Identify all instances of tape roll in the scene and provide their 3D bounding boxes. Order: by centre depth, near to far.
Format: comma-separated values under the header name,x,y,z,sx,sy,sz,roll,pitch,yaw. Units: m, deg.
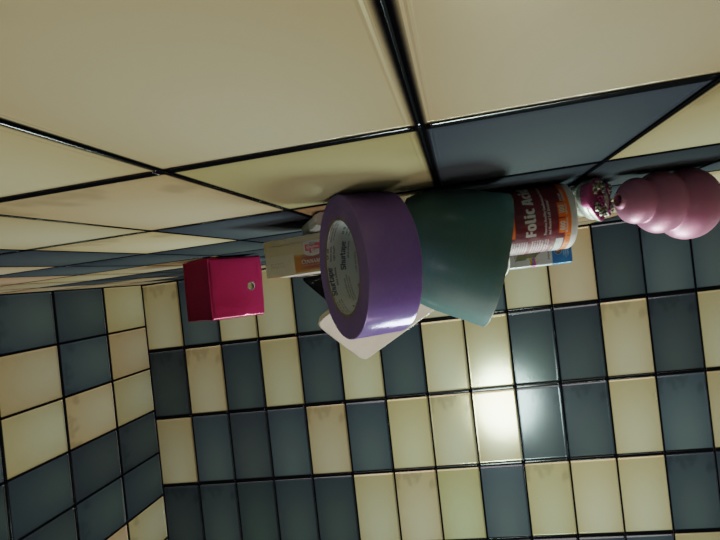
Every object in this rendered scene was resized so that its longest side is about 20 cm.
name,x,y,z,sx,sy,sz,roll,pitch,yaw
tape roll,0.009,-0.008,0.845,0.082,0.208,0.199,-6,179,-21

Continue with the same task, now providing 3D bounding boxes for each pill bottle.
name,x,y,z,sx,sy,sz,roll,pitch,yaw
pill bottle,0.273,-0.086,1.039,0.192,0.119,0.114,-7,179,-1

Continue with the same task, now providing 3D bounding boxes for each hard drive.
name,x,y,z,sx,sy,sz,roll,pitch,yaw
hard drive,-0.036,-0.091,1.108,0.127,0.027,0.200,-7,179,-13

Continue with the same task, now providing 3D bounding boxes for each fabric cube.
name,x,y,z,sx,sy,sz,roll,pitch,yaw
fabric cube,-0.458,0.059,1.954,0.195,0.204,0.197,-4,179,-41

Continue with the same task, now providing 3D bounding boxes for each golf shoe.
name,x,y,z,sx,sy,sz,roll,pitch,yaw
golf shoe,0.411,-0.126,1.077,0.089,0.078,0.198,-3,180,31

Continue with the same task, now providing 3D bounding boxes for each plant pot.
name,x,y,z,sx,sy,sz,roll,pitch,yaw
plant pot,0.132,-0.032,0.898,0.155,0.208,0.201,11,180,1

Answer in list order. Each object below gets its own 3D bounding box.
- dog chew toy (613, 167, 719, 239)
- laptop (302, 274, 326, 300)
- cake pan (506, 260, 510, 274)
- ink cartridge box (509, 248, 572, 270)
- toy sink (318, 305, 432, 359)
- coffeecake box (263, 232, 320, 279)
name,x,y,z,sx,sy,sz,roll,pitch,yaw
dog chew toy,0.544,-0.123,1.046,0.193,0.130,0.124,2,178,-13
laptop,0.000,0.000,1.228,0.172,0.107,0.200,-12,151,21
cake pan,0.249,-0.055,1.312,0.197,0.203,0.037,-7,-146,47
ink cartridge box,0.388,-0.080,1.377,0.193,0.150,0.084,-7,180,13
toy sink,0.032,0.043,1.067,0.199,0.129,0.114,-40,-154,28
coffeecake box,-0.084,-0.031,1.192,0.148,0.076,0.199,-8,179,20
